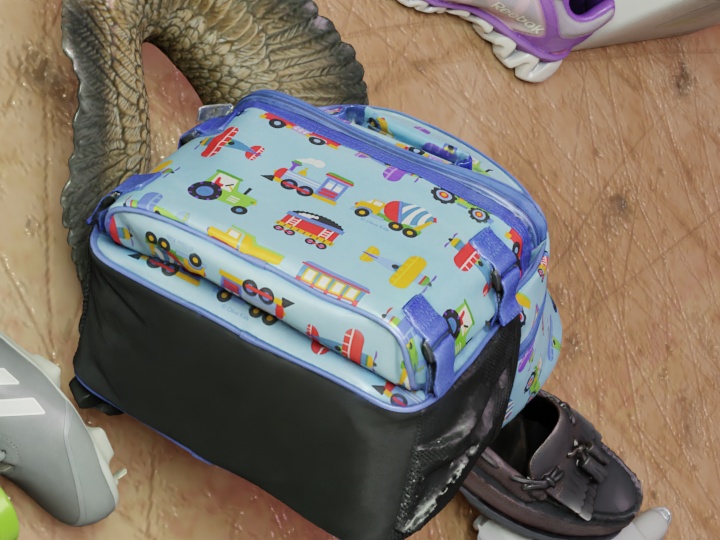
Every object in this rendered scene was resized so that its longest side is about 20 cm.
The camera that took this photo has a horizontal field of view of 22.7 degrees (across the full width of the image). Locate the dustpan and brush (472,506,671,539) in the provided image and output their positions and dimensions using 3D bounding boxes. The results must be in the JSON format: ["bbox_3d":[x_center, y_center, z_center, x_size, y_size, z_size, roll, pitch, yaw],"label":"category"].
[{"bbox_3d":[0.143,0.174,1.039,0.200,0.057,0.140,-27,82,-45],"label":"dustpan and brush"}]

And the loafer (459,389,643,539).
[{"bbox_3d":[0.079,0.089,0.955,0.200,0.063,0.072,27,49,-22],"label":"loafer"}]

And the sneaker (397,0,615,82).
[{"bbox_3d":[0.084,-0.191,1.100,0.200,0.088,0.081,25,57,-39],"label":"sneaker"}]

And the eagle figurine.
[{"bbox_3d":[-0.097,-0.102,0.823,0.200,0.151,0.151,60,19,-3],"label":"eagle figurine"}]

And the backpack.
[{"bbox_3d":[0.000,0.000,0.762,0.182,0.135,0.200,28,42,21],"label":"backpack"}]

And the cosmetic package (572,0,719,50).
[{"bbox_3d":[0.249,-0.243,1.224,0.199,0.200,0.123,-16,88,-51],"label":"cosmetic package"}]

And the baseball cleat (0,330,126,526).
[{"bbox_3d":[-0.184,0.045,0.713,0.106,0.070,0.200,-47,108,-32],"label":"baseball cleat"}]

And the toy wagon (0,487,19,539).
[{"bbox_3d":[-0.198,0.114,0.644,0.155,0.040,0.201,-33,117,-35],"label":"toy wagon"}]
